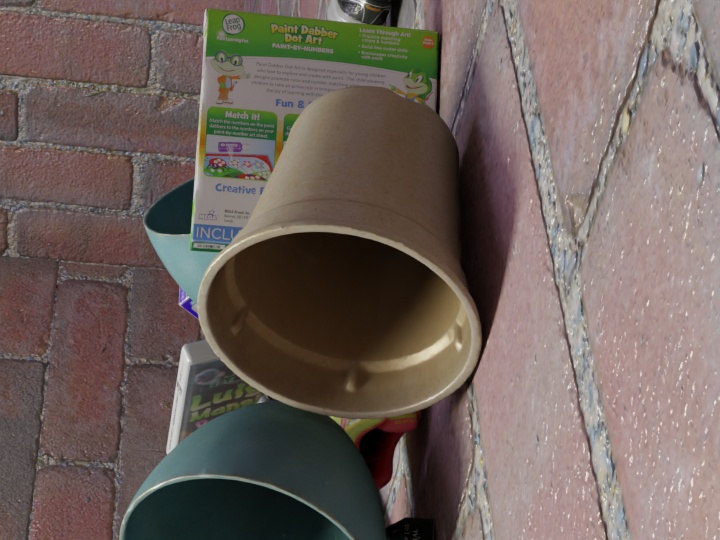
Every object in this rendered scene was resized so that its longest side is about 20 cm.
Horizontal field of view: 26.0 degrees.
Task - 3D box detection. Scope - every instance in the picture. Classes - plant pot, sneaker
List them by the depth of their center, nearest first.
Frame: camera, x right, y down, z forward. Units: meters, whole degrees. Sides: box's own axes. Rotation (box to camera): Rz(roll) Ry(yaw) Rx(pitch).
[{"bbox_3d":[-0.003,-0.026,1.135,0.201,0.198,0.185,105,177,-47],"label":"plant pot"},{"bbox_3d":[-0.066,0.180,1.187,0.135,0.198,0.201,-68,-7,-49],"label":"plant pot"},{"bbox_3d":[0.023,0.087,1.250,0.090,0.078,0.202,41,125,45],"label":"sneaker"},{"bbox_3d":[-0.087,-0.016,1.451,0.200,0.198,0.136,-110,3,-69],"label":"plant pot"},{"bbox_3d":[0.007,-0.313,1.559,0.201,0.080,0.087,-104,31,-41],"label":"sneaker"}]

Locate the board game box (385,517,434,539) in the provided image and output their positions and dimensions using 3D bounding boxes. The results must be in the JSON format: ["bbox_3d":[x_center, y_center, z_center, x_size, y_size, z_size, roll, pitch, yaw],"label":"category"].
[{"bbox_3d":[0.023,0.276,1.243,0.200,0.028,0.137,123,151,-71],"label":"board game box"}]

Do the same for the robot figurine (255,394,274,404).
[{"bbox_3d":[-0.061,0.150,1.440,0.058,0.144,0.201,47,144,17],"label":"robot figurine"}]

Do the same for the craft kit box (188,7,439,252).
[{"bbox_3d":[-0.037,-0.108,1.285,0.049,0.198,0.200,133,142,-77],"label":"craft kit box"}]

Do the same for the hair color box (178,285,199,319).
[{"bbox_3d":[-0.098,0.038,1.614,0.065,0.200,0.110,-34,35,21],"label":"hair color box"}]

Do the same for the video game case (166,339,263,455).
[{"bbox_3d":[-0.079,0.106,1.460,0.183,0.198,0.023,106,145,-51],"label":"video game case"}]
